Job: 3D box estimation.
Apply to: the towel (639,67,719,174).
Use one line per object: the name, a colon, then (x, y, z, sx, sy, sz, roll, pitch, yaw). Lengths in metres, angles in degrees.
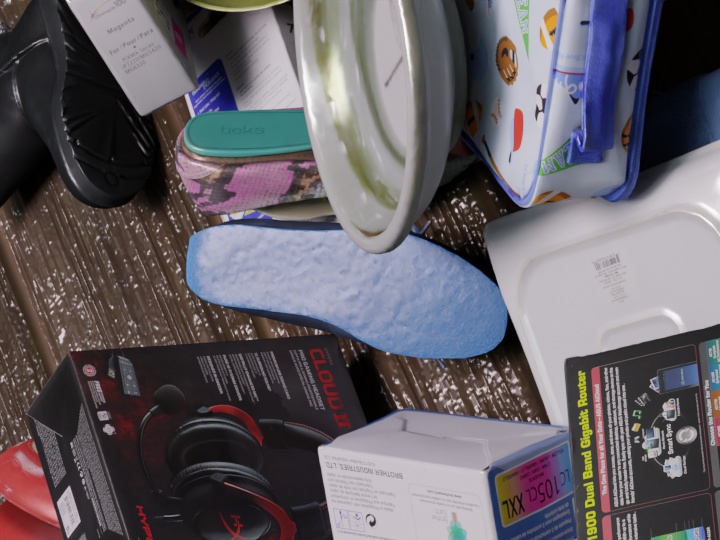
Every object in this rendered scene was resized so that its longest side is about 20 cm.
towel: (0.201, -0.052, 1.385, 0.200, 0.048, 0.112, -26, 77, 46)

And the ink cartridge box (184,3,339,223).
ink cartridge box: (-0.054, -0.083, 1.687, 0.099, 0.039, 0.201, -39, 60, 40)

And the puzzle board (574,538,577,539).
puzzle board: (0.096, 0.231, 1.402, 0.200, 0.017, 0.151, -34, 87, 38)

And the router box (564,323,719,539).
router box: (0.176, 0.117, 1.260, 0.149, 0.062, 0.201, -13, 49, 15)

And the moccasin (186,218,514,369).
moccasin: (0.000, 0.000, 1.579, 0.199, 0.068, 0.081, 16, 98, 20)

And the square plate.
square plate: (0.155, 0.049, 1.405, 0.200, 0.028, 0.199, -19, 91, 47)

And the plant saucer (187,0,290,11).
plant saucer: (-0.047, -0.244, 1.660, 0.199, 0.031, 0.201, -12, 66, 28)

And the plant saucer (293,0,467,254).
plant saucer: (0.015, -0.110, 1.441, 0.200, 0.050, 0.201, 173, 90, -73)

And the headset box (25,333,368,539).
headset box: (-0.072, 0.120, 1.572, 0.075, 0.199, 0.149, -50, 51, 46)

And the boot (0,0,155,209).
boot: (-0.220, -0.090, 1.849, 0.162, 0.073, 0.199, -40, 51, 36)

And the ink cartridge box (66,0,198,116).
ink cartridge box: (-0.166, -0.210, 1.681, 0.043, 0.174, 0.200, -27, 30, 7)

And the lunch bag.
lunch bag: (0.100, -0.132, 1.382, 0.160, 0.075, 0.201, -128, 38, -58)

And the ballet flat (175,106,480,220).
ballet flat: (-0.006, -0.063, 1.585, 0.199, 0.071, 0.069, -6, 43, 9)

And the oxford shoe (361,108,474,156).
oxford shoe: (0.040, -0.163, 1.534, 0.074, 0.070, 0.201, 3, 72, 20)

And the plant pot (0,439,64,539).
plant pot: (-0.155, 0.210, 1.662, 0.200, 0.200, 0.183, 26, 99, 46)

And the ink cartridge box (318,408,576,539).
ink cartridge box: (0.060, 0.184, 1.483, 0.136, 0.076, 0.201, 4, 107, 48)
